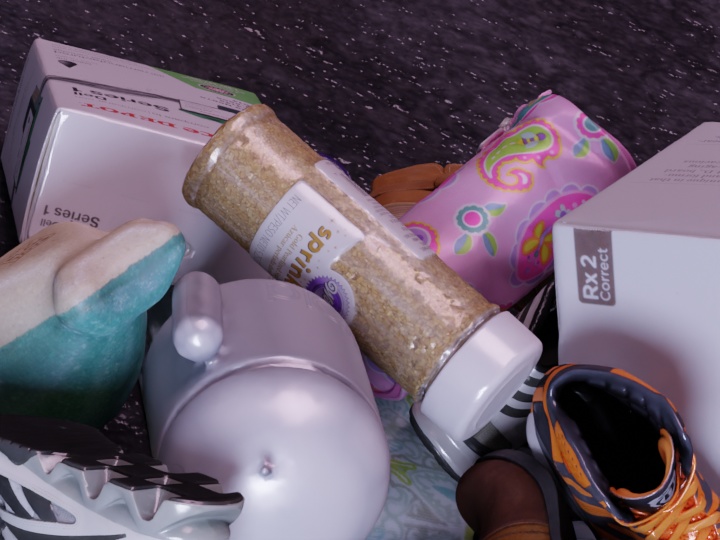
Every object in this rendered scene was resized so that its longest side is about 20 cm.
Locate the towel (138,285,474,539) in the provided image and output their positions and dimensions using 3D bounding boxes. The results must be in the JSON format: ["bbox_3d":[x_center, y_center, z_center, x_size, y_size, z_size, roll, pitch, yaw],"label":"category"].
[{"bbox_3d":[-0.035,0.073,1.558,0.171,0.048,0.200,9,35,-20],"label":"towel"}]

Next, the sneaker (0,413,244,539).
[{"bbox_3d":[-0.137,0.121,1.313,0.074,0.089,0.200,0,14,-41],"label":"sneaker"}]

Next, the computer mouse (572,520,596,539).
[{"bbox_3d":[0.135,0.156,1.472,0.200,0.044,0.110,-8,34,1],"label":"computer mouse"}]

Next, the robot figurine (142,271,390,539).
[{"bbox_3d":[-0.047,0.078,1.383,0.170,0.113,0.200,56,7,-26],"label":"robot figurine"}]

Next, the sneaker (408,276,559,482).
[{"bbox_3d":[0.105,0.052,1.577,0.076,0.115,0.200,50,18,2],"label":"sneaker"}]

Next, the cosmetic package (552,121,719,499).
[{"bbox_3d":[0.220,0.027,1.494,0.165,0.165,0.200,4,22,30],"label":"cosmetic package"}]

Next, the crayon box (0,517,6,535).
[{"bbox_3d":[-0.135,0.158,1.367,0.200,0.051,0.127,21,32,-1],"label":"crayon box"}]

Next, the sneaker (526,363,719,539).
[{"bbox_3d":[0.150,0.129,1.375,0.200,0.078,0.112,48,-6,7],"label":"sneaker"}]

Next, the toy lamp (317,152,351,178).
[{"bbox_3d":[-0.028,-0.032,1.665,0.058,0.058,0.200,19,11,-7],"label":"toy lamp"}]

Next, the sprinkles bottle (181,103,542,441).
[{"bbox_3d":[0.000,0.000,1.461,0.200,0.068,0.068,41,36,13],"label":"sprinkles bottle"}]

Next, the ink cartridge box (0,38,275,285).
[{"bbox_3d":[-0.121,-0.059,1.608,0.146,0.084,0.200,13,12,-14],"label":"ink cartridge box"}]

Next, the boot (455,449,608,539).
[{"bbox_3d":[0.026,0.180,1.384,0.200,0.069,0.188,-28,35,-10],"label":"boot"}]

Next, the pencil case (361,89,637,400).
[{"bbox_3d":[0.061,-0.016,1.560,0.200,0.087,0.087,-40,64,-21],"label":"pencil case"}]

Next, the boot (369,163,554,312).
[{"bbox_3d":[0.095,-0.015,1.727,0.200,0.077,0.155,3,17,-2],"label":"boot"}]

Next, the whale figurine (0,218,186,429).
[{"bbox_3d":[-0.147,0.034,1.426,0.159,0.200,0.104,-36,98,-33],"label":"whale figurine"}]
